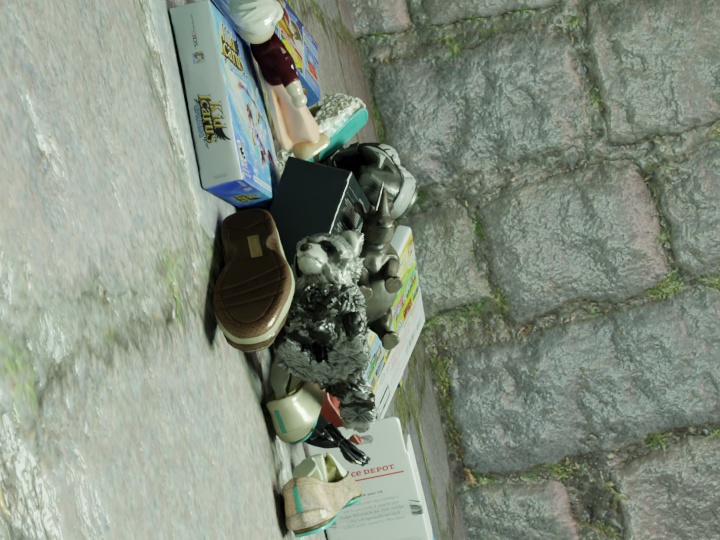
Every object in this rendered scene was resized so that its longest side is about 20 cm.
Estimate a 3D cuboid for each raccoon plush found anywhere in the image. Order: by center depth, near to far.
[{"bbox_3d":[-0.030,0.054,1.260,0.200,0.097,0.134,84,10,-48],"label":"raccoon plush"}]

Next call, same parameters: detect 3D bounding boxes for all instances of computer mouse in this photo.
[{"bbox_3d":[-0.035,0.176,1.294,0.059,0.034,0.200,46,-8,-13],"label":"computer mouse"}]

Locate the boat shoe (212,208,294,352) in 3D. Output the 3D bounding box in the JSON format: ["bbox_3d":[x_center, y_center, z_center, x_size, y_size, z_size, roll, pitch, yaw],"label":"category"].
[{"bbox_3d":[-0.094,0.021,1.174,0.202,0.075,0.075,-93,174,-57],"label":"boat shoe"}]

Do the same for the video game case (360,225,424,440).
[{"bbox_3d":[0.029,0.077,1.528,0.182,0.023,0.200,78,30,-48],"label":"video game case"}]

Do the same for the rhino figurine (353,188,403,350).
[{"bbox_3d":[0.014,-0.001,1.354,0.088,0.060,0.200,-104,-165,-56],"label":"rhino figurine"}]

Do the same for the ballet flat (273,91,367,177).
[{"bbox_3d":[-0.071,-0.141,1.477,0.200,0.072,0.072,-47,138,-29],"label":"ballet flat"}]

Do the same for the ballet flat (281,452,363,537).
[{"bbox_3d":[-0.040,0.224,1.296,0.200,0.068,0.067,29,42,-83],"label":"ballet flat"}]

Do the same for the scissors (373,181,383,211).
[{"bbox_3d":[0.000,0.000,1.429,0.073,0.014,0.200,-47,153,-60],"label":"scissors"}]

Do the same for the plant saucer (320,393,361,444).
[{"bbox_3d":[-0.047,0.102,1.568,0.200,0.037,0.200,64,16,-64],"label":"plant saucer"}]

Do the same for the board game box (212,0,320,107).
[{"bbox_3d":[-0.115,-0.300,1.481,0.200,0.034,0.135,51,21,-34],"label":"board game box"}]

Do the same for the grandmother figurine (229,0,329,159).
[{"bbox_3d":[-0.089,-0.211,1.343,0.121,0.061,0.200,42,-18,46],"label":"grandmother figurine"}]

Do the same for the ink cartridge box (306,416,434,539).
[{"bbox_3d":[0.014,0.263,1.446,0.067,0.116,0.200,-65,142,-79],"label":"ink cartridge box"}]

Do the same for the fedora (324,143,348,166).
[{"bbox_3d":[-0.056,-0.092,1.606,0.200,0.090,0.177,-71,148,-70],"label":"fedora"}]

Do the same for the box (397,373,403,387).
[{"bbox_3d":[0.008,0.070,1.616,0.200,0.064,0.070,71,23,-51],"label":"box"}]

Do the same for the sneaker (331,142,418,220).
[{"bbox_3d":[0.003,-0.125,1.505,0.090,0.067,0.200,27,12,-22],"label":"sneaker"}]

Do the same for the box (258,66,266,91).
[{"bbox_3d":[-0.130,-0.284,1.554,0.200,0.039,0.041,-94,169,-52],"label":"box"}]

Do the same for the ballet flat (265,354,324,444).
[{"bbox_3d":[-0.060,0.096,1.317,0.200,0.069,0.070,-76,155,-56],"label":"ballet flat"}]

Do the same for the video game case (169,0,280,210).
[{"bbox_3d":[-0.133,-0.162,1.292,0.200,0.045,0.182,30,47,-81],"label":"video game case"}]

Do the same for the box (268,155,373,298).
[{"bbox_3d":[-0.048,-0.027,1.390,0.200,0.079,0.141,53,52,-75],"label":"box"}]
